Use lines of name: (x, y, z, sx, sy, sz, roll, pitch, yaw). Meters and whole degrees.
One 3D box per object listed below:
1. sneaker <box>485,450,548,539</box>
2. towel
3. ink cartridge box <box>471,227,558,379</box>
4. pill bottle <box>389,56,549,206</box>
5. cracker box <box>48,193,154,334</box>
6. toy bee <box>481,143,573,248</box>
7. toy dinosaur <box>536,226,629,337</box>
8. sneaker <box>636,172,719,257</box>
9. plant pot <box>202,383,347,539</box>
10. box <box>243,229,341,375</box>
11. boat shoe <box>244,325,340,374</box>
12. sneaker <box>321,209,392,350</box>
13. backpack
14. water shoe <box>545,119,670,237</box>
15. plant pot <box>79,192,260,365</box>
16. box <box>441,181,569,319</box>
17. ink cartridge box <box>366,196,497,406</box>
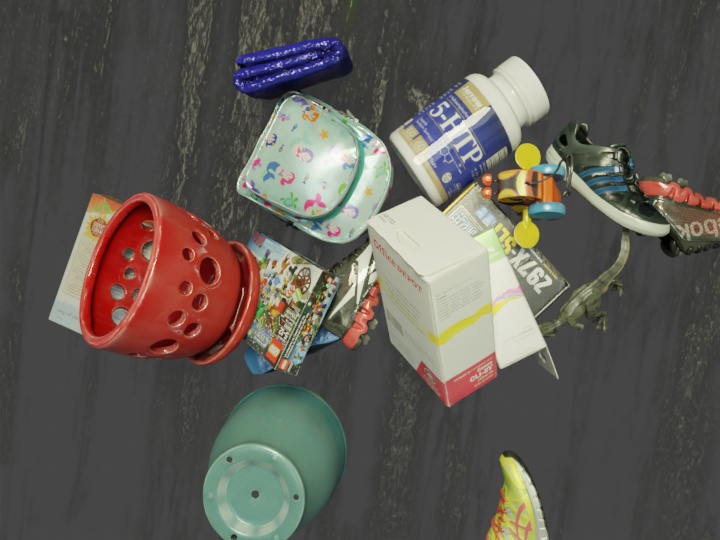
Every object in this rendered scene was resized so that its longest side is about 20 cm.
sneaker: (0.218, 0.360, 0.878, 0.089, 0.078, 0.204, -13, 92, 8)
towel: (-0.085, -0.272, 0.819, 0.145, 0.200, 0.050, -17, 103, 5)
ink cartridge box: (0.177, 0.051, 0.800, 0.066, 0.117, 0.203, -24, 89, 4)
pill bottle: (0.149, -0.193, 0.840, 0.199, 0.120, 0.121, -36, 89, 6)
cracker box: (-0.367, 0.004, 0.928, 0.132, 0.058, 0.203, 22, 93, 4)
toy bee: (0.214, -0.111, 0.804, 0.106, 0.201, 0.133, 2, 61, 15)
toy dinosaur: (0.325, 0.036, 0.853, 0.087, 0.048, 0.201, 21, 113, -36)
sneaker: (0.463, -0.056, 0.832, 0.197, 0.071, 0.100, 20, 94, 6)
plant pot: (-0.125, 0.280, 0.852, 0.196, 0.188, 0.205, 0, 93, 5)
box: (-0.119, 0.036, 0.846, 0.037, 0.199, 0.138, 25, 92, -39)
boat shoe: (-0.078, 0.083, 0.902, 0.197, 0.069, 0.086, -23, 82, 5)
sneaker: (0.000, 0.000, 0.834, 0.097, 0.071, 0.203, 25, 86, -3)
backpack: (-0.053, -0.135, 0.854, 0.198, 0.151, 0.180, 30, 94, -1)
water shoe: (0.330, -0.125, 0.808, 0.200, 0.071, 0.080, 47, 124, 30)
plant pot: (-0.243, 0.024, 0.817, 0.181, 0.200, 0.203, 24, 96, -40)
box: (0.172, 0.002, 0.882, 0.159, 0.049, 0.200, -42, 88, 4)
ink cartridge box: (0.088, 0.036, 0.740, 0.082, 0.145, 0.202, -25, 129, -15)
